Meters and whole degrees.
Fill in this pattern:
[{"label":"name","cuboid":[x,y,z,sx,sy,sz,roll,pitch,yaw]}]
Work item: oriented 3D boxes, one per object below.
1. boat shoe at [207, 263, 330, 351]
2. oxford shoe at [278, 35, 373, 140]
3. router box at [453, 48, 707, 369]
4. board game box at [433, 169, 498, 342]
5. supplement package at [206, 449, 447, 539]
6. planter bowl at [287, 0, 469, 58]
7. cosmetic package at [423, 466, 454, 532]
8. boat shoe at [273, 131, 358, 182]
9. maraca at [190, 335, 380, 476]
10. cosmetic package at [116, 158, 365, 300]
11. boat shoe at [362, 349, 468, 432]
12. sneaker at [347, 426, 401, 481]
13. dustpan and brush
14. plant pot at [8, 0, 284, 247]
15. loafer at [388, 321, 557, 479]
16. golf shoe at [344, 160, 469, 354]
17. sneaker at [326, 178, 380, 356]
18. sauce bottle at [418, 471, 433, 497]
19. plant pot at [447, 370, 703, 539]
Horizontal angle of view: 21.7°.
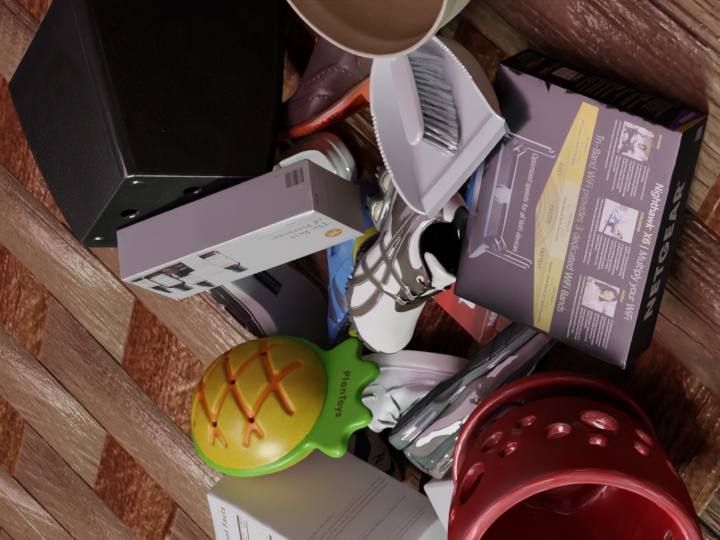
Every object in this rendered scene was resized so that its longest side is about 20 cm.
[{"label":"boat shoe","cuboid":[-0.096,0.021,1.768,0.063,0.071,0.200,1,143,44]},{"label":"oxford shoe","cuboid":[-0.017,-0.168,1.586,0.199,0.071,0.073,-26,93,43]},{"label":"router box","cuboid":[0.164,-0.047,1.431,0.156,0.052,0.202,24,120,25]},{"label":"board game box","cuboid":[0.092,-0.046,1.567,0.103,0.019,0.201,42,139,32]},{"label":"supplement package","cuboid":[-0.027,0.248,1.740,0.199,0.117,0.118,27,143,30]},{"label":"planter bowl","cuboid":[0.032,-0.276,1.388,0.199,0.134,0.202,29,136,32]},{"label":"cosmetic package","cuboid":[0.149,0.249,1.678,0.074,0.101,0.202,-18,102,52]},{"label":"boat shoe","cuboid":[-0.074,-0.063,1.720,0.071,0.069,0.200,57,143,0]},{"label":"maraca","cuboid":[-0.071,0.120,1.700,0.198,0.139,0.107,-9,151,31]},{"label":"cosmetic package","cuboid":[-0.101,-0.031,1.574,0.198,0.082,0.051,-19,69,28]},{"label":"boat shoe","cuboid":[0.018,0.113,1.716,0.198,0.072,0.069,-9,73,39]},{"label":"sneaker","cuboid":[-0.053,0.159,1.855,0.198,0.079,0.131,15,126,41]},{"label":"dustpan and brush","cuboid":[0.035,-0.159,1.465,0.140,0.057,0.202,-50,48,49]},{"label":"plant pot","cuboid":[-0.174,-0.127,1.628,0.200,0.198,0.179,-45,53,53]},{"label":"loafer","cuboid":[0.112,0.104,1.609,0.063,0.072,0.200,47,117,-5]},{"label":"golf shoe","cuboid":[0.043,0.003,1.575,0.094,0.077,0.202,41,139,37]},{"label":"sneaker","cuboid":[0.000,0.000,1.702,0.201,0.065,0.079,100,151,-49]},{"label":"sauce bottle","cuboid":[0.085,0.224,1.760,0.066,0.066,0.202,21,133,38]},{"label":"plant pot","cuboid":[0.167,0.192,1.511,0.198,0.183,0.202,0,120,0]}]
